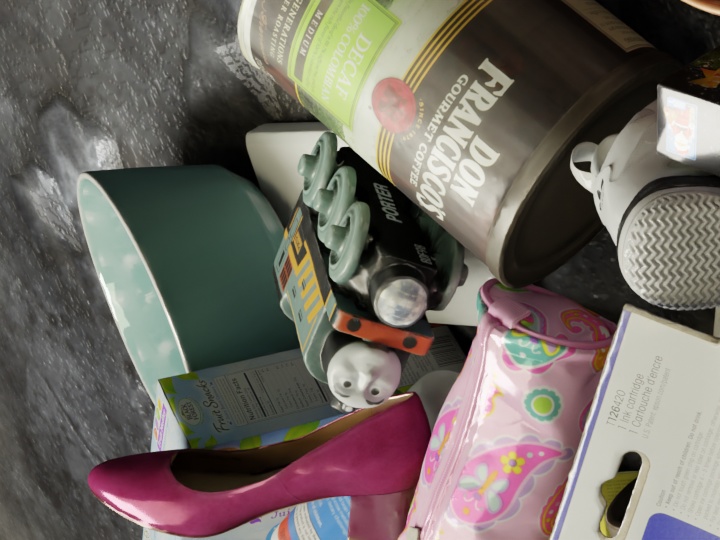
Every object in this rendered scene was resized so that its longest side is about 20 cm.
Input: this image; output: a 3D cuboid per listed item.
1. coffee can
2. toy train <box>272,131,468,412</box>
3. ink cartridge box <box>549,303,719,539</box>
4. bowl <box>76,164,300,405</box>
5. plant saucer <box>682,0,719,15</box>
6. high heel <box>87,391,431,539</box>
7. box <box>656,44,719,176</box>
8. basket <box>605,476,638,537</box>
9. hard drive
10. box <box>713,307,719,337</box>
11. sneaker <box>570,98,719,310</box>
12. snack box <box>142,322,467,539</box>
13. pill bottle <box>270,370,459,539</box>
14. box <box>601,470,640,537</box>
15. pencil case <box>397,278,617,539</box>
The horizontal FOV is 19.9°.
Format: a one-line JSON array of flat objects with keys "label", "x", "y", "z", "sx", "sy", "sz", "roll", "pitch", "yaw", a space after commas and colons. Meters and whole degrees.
[{"label": "coffee can", "x": 0.053, "y": -0.109, "z": 1.099, "sx": 0.200, "sy": 0.146, "sz": 0.147, "roll": 41, "pitch": 141, "yaw": 21}, {"label": "toy train", "x": 0.000, "y": 0.000, "z": 1.182, "sx": 0.200, "sy": 0.085, "sz": 0.115, "roll": -111, "pitch": 40, "yaw": -63}, {"label": "ink cartridge box", "x": 0.195, "y": 0.126, "z": 0.961, "sx": 0.199, "sy": 0.047, "sz": 0.199, "roll": 24, "pitch": 122, "yaw": 17}, {"label": "bowl", "x": -0.104, "y": 0.009, "z": 1.372, "sx": 0.201, "sy": 0.104, "sz": 0.201, "roll": 56, "pitch": 161, "yaw": 31}, {"label": "plant saucer", "x": 0.182, "y": -0.217, "z": 0.943, "sx": 0.200, "sy": 0.032, "sz": 0.202, "roll": 18, "pitch": 116, "yaw": 41}, {"label": "high heel", "x": -0.058, "y": 0.100, "z": 1.171, "sx": 0.198, "sy": 0.068, "sz": 0.097, "roll": 4, "pitch": 116, "yaw": 3}, {"label": "box", "x": 0.251, "y": -0.065, "z": 0.910, "sx": 0.199, "sy": 0.136, "sz": 0.038, "roll": 23, "pitch": 130, "yaw": 37}, {"label": "basket", "x": 0.220, "y": 0.196, "z": 1.085, "sx": 0.135, "sy": 0.180, "sz": 0.201, "roll": -21, "pitch": 100, "yaw": 28}, {"label": "hard drive", "x": 0.017, "y": -0.031, "z": 1.298, "sx": 0.199, "sy": 0.026, "sz": 0.133, "roll": 3, "pitch": 118, "yaw": 48}, {"label": "box", "x": 0.214, "y": 0.008, "z": 1.087, "sx": 0.039, "sy": 0.041, "sz": 0.201, "roll": 25, "pitch": 134, "yaw": 33}, {"label": "sneaker", "x": 0.199, "y": -0.040, "z": 0.983, "sx": 0.115, "sy": 0.198, "sz": 0.076, "roll": -121, "pitch": 30, "yaw": -55}, {"label": "snack box", "x": -0.035, "y": 0.126, "z": 1.322, "sx": 0.068, "sy": 0.199, "sz": 0.169, "roll": 57, "pitch": 149, "yaw": 38}, {"label": "pill bottle", "x": 0.047, "y": 0.132, "z": 1.242, "sx": 0.112, "sy": 0.112, "sz": 0.200, "roll": 47, "pitch": 106, "yaw": 14}, {"label": "box", "x": 0.136, "y": 0.215, "z": 1.140, "sx": 0.075, "sy": 0.050, "sz": 0.202, "roll": -14, "pitch": 77, "yaw": 50}, {"label": "pencil case", "x": 0.073, "y": 0.107, "z": 1.115, "sx": 0.087, "sy": 0.087, "sz": 0.201, "roll": 31, "pitch": 113, "yaw": 31}]
